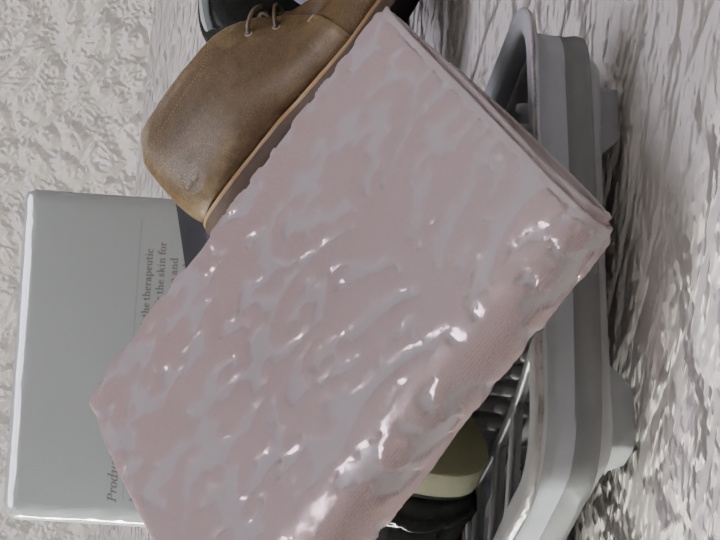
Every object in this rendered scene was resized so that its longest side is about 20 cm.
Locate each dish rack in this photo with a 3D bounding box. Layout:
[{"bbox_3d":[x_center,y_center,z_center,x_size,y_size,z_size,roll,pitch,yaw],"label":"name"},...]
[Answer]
[{"bbox_3d":[0.065,0.022,1.116,0.172,0.043,0.201,108,164,-61],"label":"dish rack"}]

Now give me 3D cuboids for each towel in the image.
[{"bbox_3d":[-0.010,0.021,1.070,0.200,0.032,0.191,-53,31,9],"label":"towel"}]

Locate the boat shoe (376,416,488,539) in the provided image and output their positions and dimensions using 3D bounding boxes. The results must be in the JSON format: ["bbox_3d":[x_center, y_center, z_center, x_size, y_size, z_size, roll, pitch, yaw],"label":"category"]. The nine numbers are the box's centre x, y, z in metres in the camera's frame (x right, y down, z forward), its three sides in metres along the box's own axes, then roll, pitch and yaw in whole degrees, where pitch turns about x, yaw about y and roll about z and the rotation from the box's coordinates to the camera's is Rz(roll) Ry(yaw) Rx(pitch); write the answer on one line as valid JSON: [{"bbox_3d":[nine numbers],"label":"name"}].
[{"bbox_3d":[0.001,0.047,1.146,0.202,0.073,0.063,-107,30,-58],"label":"boat shoe"}]

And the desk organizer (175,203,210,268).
[{"bbox_3d":[-0.043,0.040,1.598,0.072,0.077,0.201,124,139,-67],"label":"desk organizer"}]

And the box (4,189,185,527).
[{"bbox_3d":[-0.123,0.057,1.872,0.200,0.171,0.200,109,164,-88],"label":"box"}]

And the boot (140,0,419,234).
[{"bbox_3d":[-0.031,-0.112,1.467,0.200,0.075,0.074,-51,-11,4],"label":"boot"}]

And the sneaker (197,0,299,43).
[{"bbox_3d":[-0.029,-0.206,1.666,0.200,0.075,0.116,-68,2,-45],"label":"sneaker"}]

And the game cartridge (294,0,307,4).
[{"bbox_3d":[-0.015,-0.217,1.562,0.133,0.041,0.200,-55,33,21],"label":"game cartridge"}]
